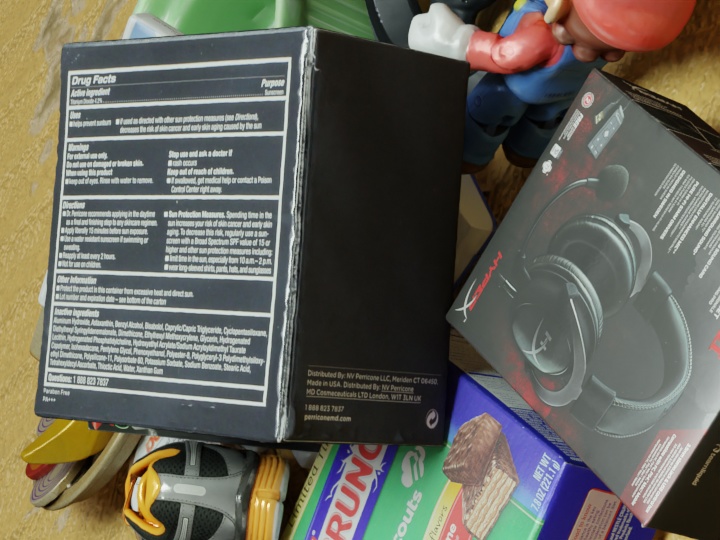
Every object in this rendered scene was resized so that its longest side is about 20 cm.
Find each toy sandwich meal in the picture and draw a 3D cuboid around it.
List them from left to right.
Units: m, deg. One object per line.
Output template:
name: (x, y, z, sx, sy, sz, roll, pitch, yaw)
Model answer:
toy sandwich meal: (-0.184, 0.059, 1.567, 0.205, 0.070, 0.206, -49, 26, 34)

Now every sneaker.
sneaker: (-0.101, 0.130, 1.351, 0.200, 0.077, 0.079, 145, 134, -68)

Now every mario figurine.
mario figurine: (0.103, -0.136, 1.224, 0.124, 0.106, 0.200, -49, 0, -40)

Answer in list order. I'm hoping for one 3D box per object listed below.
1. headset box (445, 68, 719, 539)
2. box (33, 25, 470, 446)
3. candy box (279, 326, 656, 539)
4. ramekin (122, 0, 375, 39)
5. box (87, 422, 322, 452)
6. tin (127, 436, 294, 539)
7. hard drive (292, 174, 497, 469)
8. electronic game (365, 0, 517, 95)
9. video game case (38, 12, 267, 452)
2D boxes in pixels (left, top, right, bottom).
headset box: (0.149, 0.021, 1.109, 0.149, 0.077, 0.200, -59, 41, 16)
box: (-0.056, -0.016, 1.215, 0.200, 0.123, 0.199, 3, 88, 46)
candy box: (0.049, 0.136, 1.217, 0.200, 0.077, 0.170, 38, 108, 57)
ramekin: (-0.068, -0.116, 1.485, 0.200, 0.097, 0.201, -29, 53, 47)
box: (-0.075, 0.029, 1.355, 0.199, 0.040, 0.138, 2, 102, 33)
tin: (-0.092, 0.151, 1.454, 0.112, 0.042, 0.200, -51, 39, 23)
hard drive: (0.000, 0.000, 1.371, 0.200, 0.025, 0.132, -56, 41, 34)
electronic game: (0.063, -0.187, 1.357, 0.200, 0.041, 0.201, 1, 92, 55)
video game case: (-0.093, -0.022, 1.395, 0.182, 0.022, 0.201, 33, 116, 24)
